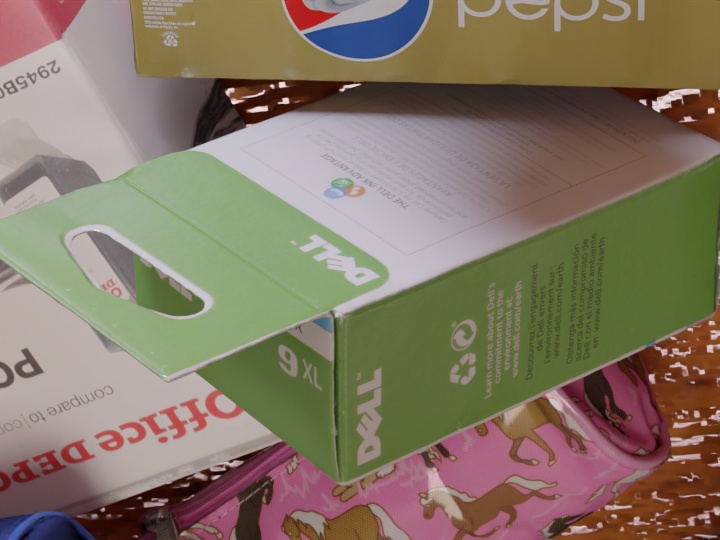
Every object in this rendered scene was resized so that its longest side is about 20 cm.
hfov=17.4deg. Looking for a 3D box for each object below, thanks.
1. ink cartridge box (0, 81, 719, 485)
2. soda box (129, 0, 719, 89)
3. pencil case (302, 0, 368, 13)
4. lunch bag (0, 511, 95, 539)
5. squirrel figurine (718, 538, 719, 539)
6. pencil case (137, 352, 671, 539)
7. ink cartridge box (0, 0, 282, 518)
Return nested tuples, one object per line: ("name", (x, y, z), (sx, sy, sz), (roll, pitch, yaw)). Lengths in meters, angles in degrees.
("ink cartridge box", (0.000, 0.000, 0.679), (0.104, 0.199, 0.060), (33, 134, 43))
("soda box", (0.032, -0.098, 0.698), (0.198, 0.068, 0.064), (3, 123, 8))
("pencil case", (-0.027, -0.167, 0.618), (0.083, 0.090, 0.201), (-34, 86, 49))
("lunch bag", (-0.117, 0.177, 0.770), (0.131, 0.136, 0.200), (-3, 137, 34))
("squirrel figurine", (0.168, 0.165, 0.770), (0.187, 0.141, 0.200), (-53, 138, -10))
("pencil case", (0.011, 0.076, 0.805), (0.199, 0.086, 0.083), (-35, 69, 26))
("ink cartridge box", (-0.115, -0.022, 0.762), (0.145, 0.085, 0.201), (-21, 118, 22))
